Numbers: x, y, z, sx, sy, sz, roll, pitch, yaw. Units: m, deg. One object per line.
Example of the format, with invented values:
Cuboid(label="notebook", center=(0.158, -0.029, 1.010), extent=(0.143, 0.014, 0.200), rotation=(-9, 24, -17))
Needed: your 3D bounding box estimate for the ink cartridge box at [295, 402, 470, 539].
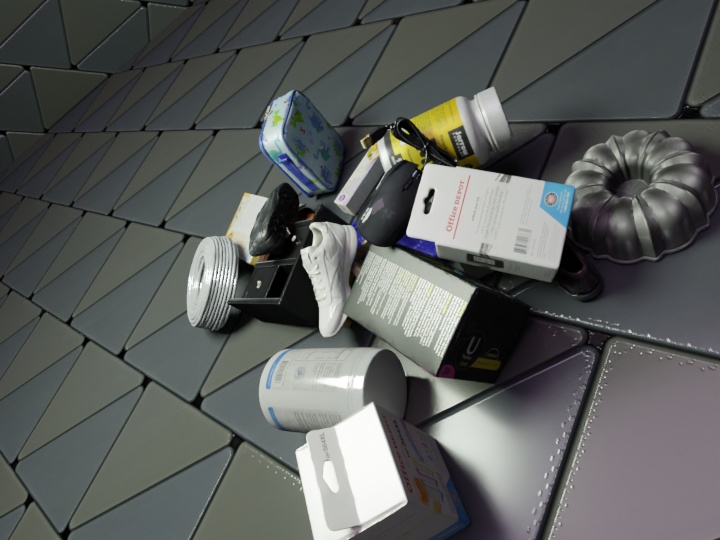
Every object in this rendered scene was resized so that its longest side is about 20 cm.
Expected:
Cuboid(label="ink cartridge box", center=(0.023, 0.267, 0.640), extent=(0.125, 0.200, 0.129), rotation=(-35, 47, 12))

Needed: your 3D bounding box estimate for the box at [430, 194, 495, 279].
Cuboid(label="box", center=(0.174, -0.087, 0.855), extent=(0.082, 0.068, 0.201), rotation=(-30, 47, 14))

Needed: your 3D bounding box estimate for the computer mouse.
Cuboid(label="computer mouse", center=(0.047, -0.138, 0.734), extent=(0.140, 0.046, 0.200), rotation=(41, 68, 3))

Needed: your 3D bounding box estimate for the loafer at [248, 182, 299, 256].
Cuboid(label="loafer", center=(-0.168, -0.101, 0.994), extent=(0.070, 0.068, 0.201), rotation=(-28, 30, 28))

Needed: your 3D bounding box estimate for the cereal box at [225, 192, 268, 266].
Cuboid(label="cereal box", center=(-0.235, -0.092, 1.141), extent=(0.200, 0.039, 0.145), rotation=(22, 87, 55))

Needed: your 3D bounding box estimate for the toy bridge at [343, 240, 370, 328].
Cuboid(label="toy bridge", center=(0.000, 0.000, 0.904), extent=(0.201, 0.027, 0.067), rotation=(-64, 35, 18))

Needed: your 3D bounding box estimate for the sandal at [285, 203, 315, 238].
Cuboid(label="sandal", center=(-0.122, -0.106, 1.094), extent=(0.206, 0.059, 0.079), rotation=(16, 72, 42))

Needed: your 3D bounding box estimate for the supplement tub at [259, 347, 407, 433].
Cuboid(label="supplement tub", center=(-0.044, 0.185, 0.793), extent=(0.199, 0.132, 0.133), rotation=(-5, 59, 33))

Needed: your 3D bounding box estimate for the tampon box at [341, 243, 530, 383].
Cuboid(label="tampon box", center=(0.104, 0.055, 0.739), extent=(0.200, 0.149, 0.127), rotation=(31, 100, 45))

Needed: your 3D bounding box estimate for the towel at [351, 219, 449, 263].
Cuboid(label="towel", center=(0.063, -0.052, 0.929), extent=(0.147, 0.050, 0.200), rotation=(-40, 46, 9))

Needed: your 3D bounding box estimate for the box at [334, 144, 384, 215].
Cuboid(label="box", center=(0.020, -0.208, 1.070), extent=(0.039, 0.041, 0.201), rotation=(24, 79, 44))

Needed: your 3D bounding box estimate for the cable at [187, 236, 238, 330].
Cuboid(label="cable", center=(-0.312, 0.024, 1.092), extent=(0.200, 0.069, 0.201), rotation=(-39, 47, 51))

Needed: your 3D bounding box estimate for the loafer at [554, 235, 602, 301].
Cuboid(label="loafer", center=(0.271, -0.041, 0.756), extent=(0.072, 0.063, 0.200), rotation=(-40, 46, 7))

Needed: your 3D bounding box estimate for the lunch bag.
Cuboid(label="lunch bag", center=(-0.122, -0.263, 1.098), extent=(0.082, 0.200, 0.162), rotation=(-11, 56, 32))

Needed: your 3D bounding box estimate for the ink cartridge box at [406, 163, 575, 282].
Cuboid(label="ink cartridge box", center=(0.174, -0.067, 0.706), extent=(0.199, 0.067, 0.117), rotation=(14, 77, 16))

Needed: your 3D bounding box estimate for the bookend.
Cuboid(label="bookend", center=(-0.134, -0.007, 0.986), extent=(0.198, 0.092, 0.201), rotation=(-3, 60, 50))

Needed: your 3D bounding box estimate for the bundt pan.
Cuboid(label="bundt pan", center=(0.376, -0.113, 0.720), extent=(0.201, 0.076, 0.203), rotation=(-19, 52, 27))

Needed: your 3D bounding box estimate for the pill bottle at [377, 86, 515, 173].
Cuboid(label="pill bottle", center=(0.138, -0.207, 0.836), extent=(0.199, 0.114, 0.115), rotation=(-21, 51, 21))

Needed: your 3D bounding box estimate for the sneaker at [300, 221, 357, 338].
Cuboid(label="sneaker", center=(-0.062, 0.013, 0.876), extent=(0.075, 0.099, 0.201), rotation=(-24, 58, 56))
